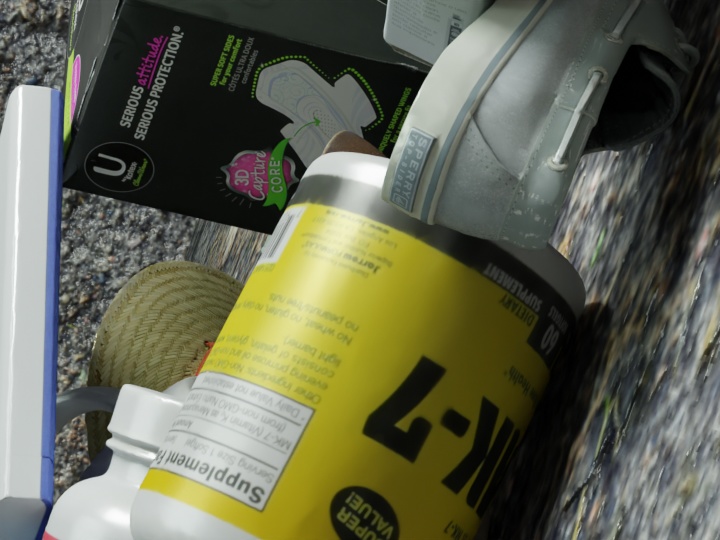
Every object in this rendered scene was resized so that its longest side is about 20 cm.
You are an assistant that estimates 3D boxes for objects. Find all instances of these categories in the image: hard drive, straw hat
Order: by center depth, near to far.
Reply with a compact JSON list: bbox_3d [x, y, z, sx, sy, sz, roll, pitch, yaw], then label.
[{"bbox_3d":[-0.156,0.037,1.013,0.132,0.025,0.201,119,153,-57],"label":"hard drive"},{"bbox_3d":[-0.048,0.078,1.178,0.085,0.201,0.201,-11,49,32],"label":"straw hat"}]

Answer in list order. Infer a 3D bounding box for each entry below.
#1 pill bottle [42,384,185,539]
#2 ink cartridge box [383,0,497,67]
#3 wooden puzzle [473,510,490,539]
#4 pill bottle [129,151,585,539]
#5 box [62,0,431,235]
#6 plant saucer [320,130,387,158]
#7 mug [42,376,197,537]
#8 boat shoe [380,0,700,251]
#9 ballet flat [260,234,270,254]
[{"bbox_3d":[-0.087,0.153,0.915,0.109,0.108,0.201,172,115,-81],"label":"pill bottle"},{"bbox_3d":[0.070,-0.191,0.751,0.200,0.041,0.200,-62,-9,-20],"label":"ink cartridge box"},{"bbox_3d":[-0.007,0.201,0.860,0.200,0.037,0.185,127,162,-51],"label":"wooden puzzle"},{"bbox_3d":[-0.011,0.070,0.791,0.200,0.114,0.114,-63,6,-12],"label":"pill bottle"},{"bbox_3d":[-0.033,-0.108,1.076,0.149,0.199,0.124,-94,23,-45],"label":"box"},{"bbox_3d":[0.003,0.042,0.944,0.200,0.032,0.201,4,-90,-80],"label":"plant saucer"},{"bbox_3d":[-0.097,0.135,1.055,0.148,0.200,0.176,11,-72,-58],"label":"mug"},{"bbox_3d":[0.075,-0.065,0.773,0.201,0.071,0.070,-51,-15,-49],"label":"boat shoe"},{"bbox_3d":[-0.037,0.007,1.314,0.071,0.069,0.200,-48,-1,-6],"label":"ballet flat"}]
